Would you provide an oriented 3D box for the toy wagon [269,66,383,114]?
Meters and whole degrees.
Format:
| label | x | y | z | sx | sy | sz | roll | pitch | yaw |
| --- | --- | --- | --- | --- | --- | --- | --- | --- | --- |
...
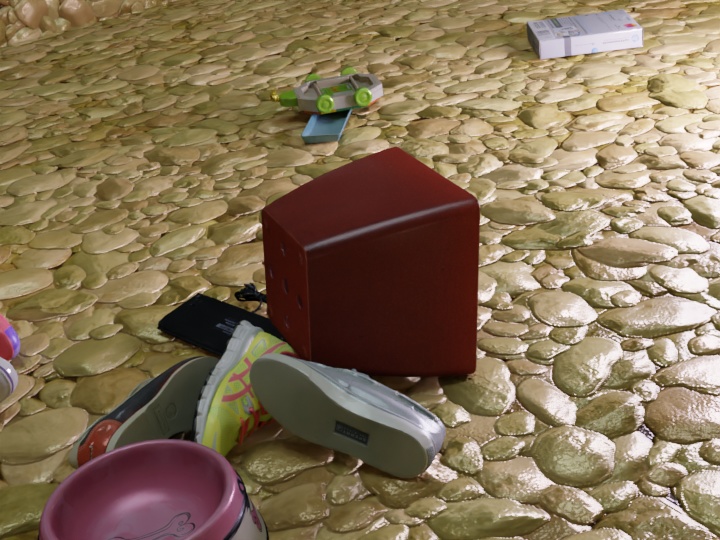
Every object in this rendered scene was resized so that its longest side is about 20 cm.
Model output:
| label | x | y | z | sx | sy | sz | roll | pitch | yaw |
| --- | --- | --- | --- | --- | --- | --- | --- | --- | --- |
| toy wagon | -0.064 | -0.319 | 1.964 | 0.200 | 0.040 | 0.155 | -12 | 26 | -6 |

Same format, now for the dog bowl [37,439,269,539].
| label | x | y | z | sx | sy | sz | roll | pitch | yaw |
| --- | --- | --- | --- | --- | --- | --- | --- | --- | --- |
| dog bowl | -0.183 | 0.222 | 0.933 | 0.200 | 0.074 | 0.200 | -7 | 26 | 3 |

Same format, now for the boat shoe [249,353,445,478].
| label | x | y | z | sx | sy | sz | roll | pitch | yaw |
| --- | --- | --- | --- | --- | --- | --- | --- | --- | --- |
| boat shoe | -0.011 | 0.132 | 1.049 | 0.201 | 0.070 | 0.072 | 25 | 28 | 19 |

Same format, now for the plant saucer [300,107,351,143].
| label | x | y | z | sx | sy | sz | roll | pitch | yaw |
| --- | --- | --- | --- | --- | --- | --- | --- | --- | --- |
| plant saucer | -0.053 | -0.266 | 1.917 | 0.070 | 0.019 | 0.200 | -2 | 28 | 10 |

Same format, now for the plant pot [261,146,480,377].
| label | x | y | z | sx | sy | sz | roll | pitch | yaw |
| --- | --- | --- | --- | --- | --- | --- | --- | --- | --- |
| plant pot | 0.000 | 0.000 | 1.153 | 0.176 | 0.200 | 0.200 | -11 | 26 | -21 |

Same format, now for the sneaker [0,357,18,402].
| label | x | y | z | sx | sy | sz | roll | pitch | yaw |
| --- | --- | --- | --- | --- | --- | --- | --- | --- | --- |
| sneaker | -0.467 | 0.155 | 1.157 | 0.200 | 0.073 | 0.114 | -15 | 29 | 10 |

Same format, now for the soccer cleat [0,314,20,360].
| label | x | y | z | sx | sy | sz | roll | pitch | yaw |
| --- | --- | --- | --- | --- | --- | --- | --- | --- | --- |
| soccer cleat | -0.470 | 0.061 | 1.344 | 0.200 | 0.067 | 0.076 | 12 | 29 | 40 |

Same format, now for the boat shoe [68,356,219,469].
| label | x | y | z | sx | sy | sz | roll | pitch | yaw |
| --- | --- | --- | --- | --- | --- | --- | --- | --- | --- |
| boat shoe | -0.209 | 0.145 | 1.099 | 0.063 | 0.071 | 0.200 | -6 | 21 | 32 |

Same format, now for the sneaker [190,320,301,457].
| label | x | y | z | sx | sy | sz | roll | pitch | yaw |
| --- | --- | --- | --- | --- | --- | --- | --- | --- | --- |
| sneaker | -0.111 | 0.130 | 1.095 | 0.090 | 0.078 | 0.200 | 19 | 42 | 3 |

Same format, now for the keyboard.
| label | x | y | z | sx | sy | sz | roll | pitch | yaw |
| --- | --- | --- | --- | --- | --- | --- | --- | --- | --- |
| keyboard | -0.139 | 0.063 | 1.293 | 0.200 | 0.021 | 0.127 | 18 | 42 | 40 |

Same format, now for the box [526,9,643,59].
| label | x | y | z | sx | sy | sz | roll | pitch | yaw |
| --- | --- | --- | --- | --- | --- | --- | --- | --- | --- |
| box | 0.439 | -0.468 | 2.150 | 0.200 | 0.041 | 0.156 | -8 | 27 | 2 |
